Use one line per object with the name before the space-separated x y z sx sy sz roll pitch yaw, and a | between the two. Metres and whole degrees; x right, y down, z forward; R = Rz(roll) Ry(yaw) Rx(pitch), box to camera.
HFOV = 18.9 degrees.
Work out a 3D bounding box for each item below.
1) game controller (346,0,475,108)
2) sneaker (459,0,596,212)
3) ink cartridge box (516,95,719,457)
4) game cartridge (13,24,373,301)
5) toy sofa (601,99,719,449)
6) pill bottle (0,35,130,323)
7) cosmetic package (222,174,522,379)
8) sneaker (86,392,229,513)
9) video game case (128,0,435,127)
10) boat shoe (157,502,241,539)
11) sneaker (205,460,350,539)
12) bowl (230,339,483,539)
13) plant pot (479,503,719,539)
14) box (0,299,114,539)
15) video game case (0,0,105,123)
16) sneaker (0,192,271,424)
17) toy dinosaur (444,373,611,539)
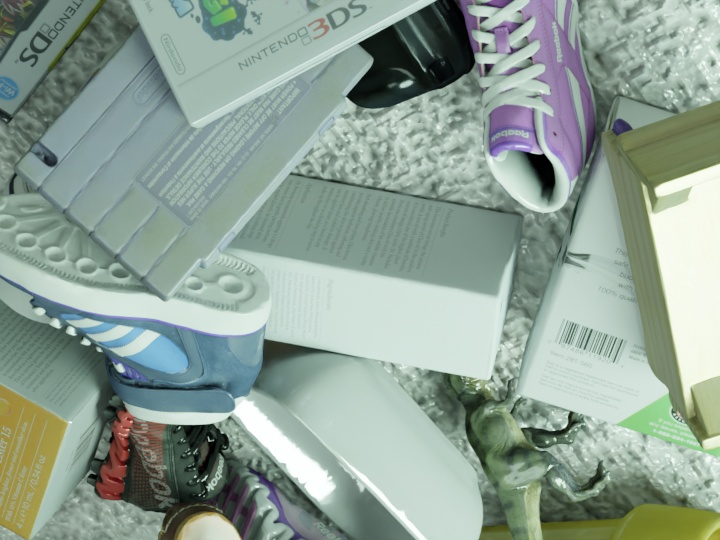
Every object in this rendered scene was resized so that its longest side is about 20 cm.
game controller | -0.011 -0.189 1.354 0.104 0.042 0.200 -14 121 39
sneaker | 0.096 -0.129 1.315 0.072 0.114 0.201 -12 119 24
ink cartridge box | 0.200 0.005 1.400 0.146 0.084 0.201 18 126 1
game cartridge | -0.100 -0.094 1.329 0.130 0.200 0.038 42 169 -7
toy sofa | 0.212 -0.003 1.300 0.082 0.098 0.201 -18 120 -4
pill bottle | -0.168 -0.054 1.438 0.111 0.111 0.200 36 126 -12
cosmetic package | 0.000 0.000 1.439 0.199 0.102 0.071 10 126 8
sneaker | -0.135 0.116 1.551 0.098 0.071 0.201 24 145 3
video game case | -0.066 -0.214 1.281 0.182 0.024 0.201 -27 88 17
boat shoe | -0.099 0.261 1.534 0.070 0.070 0.201 -11 95 -23
sneaker | -0.041 0.211 1.578 0.088 0.200 0.081 6 114 -43
bowl | -0.006 0.118 1.500 0.200 0.075 0.200 48 164 -19
plant pot | 0.159 0.260 1.532 0.188 0.201 0.201 5 127 27
box | -0.284 0.079 1.550 0.199 0.098 0.125 28 127 7
video game case | -0.262 -0.214 1.402 0.200 0.026 0.181 36 126 -12
sneaker | -0.161 0.040 1.392 0.199 0.081 0.147 16 134 -6
toy dinosaur | 0.120 0.132 1.494 0.088 0.201 0.047 -15 159 -6
